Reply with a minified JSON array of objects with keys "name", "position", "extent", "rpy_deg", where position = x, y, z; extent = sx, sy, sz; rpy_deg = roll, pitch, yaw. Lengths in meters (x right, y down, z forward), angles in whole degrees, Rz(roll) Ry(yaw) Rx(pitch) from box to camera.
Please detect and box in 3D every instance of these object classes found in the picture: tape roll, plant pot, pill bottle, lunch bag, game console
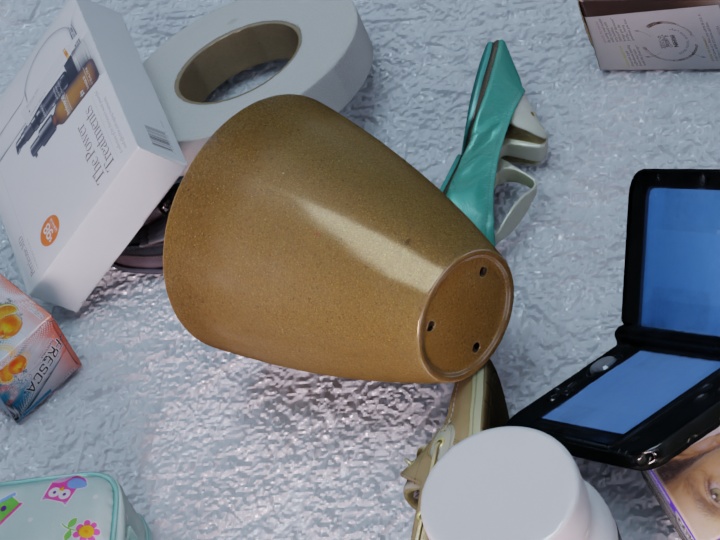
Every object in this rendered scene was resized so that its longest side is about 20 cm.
[{"name":"tape roll","position":[-0.087,-0.147,1.945],"extent":[0.202,0.037,0.203],"rpy_deg":[-19,32,12]},{"name":"plant pot","position":[0.000,0.000,1.708],"extent":[0.200,0.187,0.186],"rpy_deg":[26,64,40]},{"name":"pill bottle","position":[0.107,0.188,1.508],"extent":[0.112,0.200,0.114],"rpy_deg":[-11,48,12]},{"name":"lunch bag","position":[-0.216,0.234,1.679],"extent":[0.159,0.077,0.201],"rpy_deg":[-9,49,12]},{"name":"game console","position":[0.179,0.028,1.612],"extent":[0.175,0.117,0.200],"rpy_deg":[-32,13,-18]}]

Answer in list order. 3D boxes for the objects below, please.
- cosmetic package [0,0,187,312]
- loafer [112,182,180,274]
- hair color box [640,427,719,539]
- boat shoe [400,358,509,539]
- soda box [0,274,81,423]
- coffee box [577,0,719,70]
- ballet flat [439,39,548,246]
[{"name":"cosmetic package","position":[-0.216,-0.091,1.918],"extent":[0.151,0.051,0.200],"rpy_deg":[-53,39,23]},{"name":"loafer","position":[-0.103,-0.049,1.882],"extent":[0.199,0.063,0.072],"rpy_deg":[-9,49,14]},{"name":"hair color box","position":[0.283,0.107,1.602],"extent":[0.199,0.065,0.110],"rpy_deg":[-29,48,-2]},{"name":"boat shoe","position":[0.059,0.141,1.652],"extent":[0.066,0.074,0.201],"rpy_deg":[-8,45,18]},{"name":"soda box","position":[-0.297,0.029,1.892],"extent":[0.068,0.064,0.200],"rpy_deg":[-42,49,-15]},{"name":"coffee box","position":[0.271,-0.214,1.864],"extent":[0.199,0.080,0.113],"rpy_deg":[0,53,21]},{"name":"ballet flat","position":[0.098,-0.078,1.839],"extent":[0.070,0.067,0.201],"rpy_deg":[17,56,3]}]
